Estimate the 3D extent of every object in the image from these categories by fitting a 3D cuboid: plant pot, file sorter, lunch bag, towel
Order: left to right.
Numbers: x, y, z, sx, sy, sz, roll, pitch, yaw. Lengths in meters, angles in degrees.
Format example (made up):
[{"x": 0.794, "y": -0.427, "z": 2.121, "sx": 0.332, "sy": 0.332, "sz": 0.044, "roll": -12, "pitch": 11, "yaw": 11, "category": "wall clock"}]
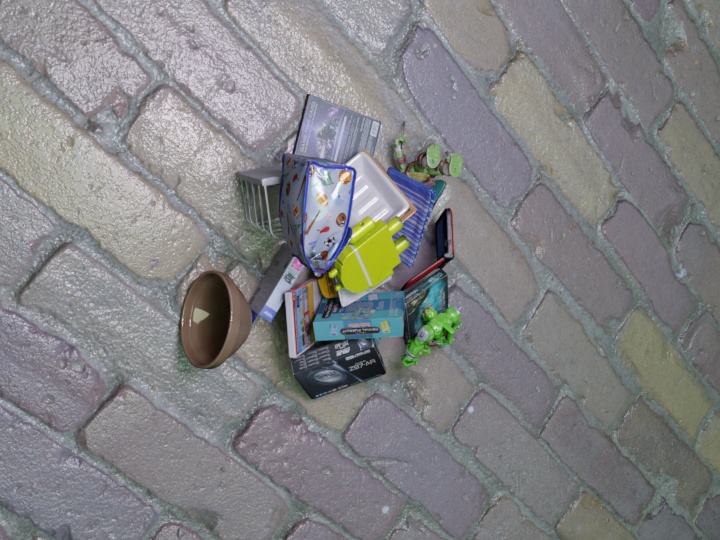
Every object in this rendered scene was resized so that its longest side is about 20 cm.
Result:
[{"x": -0.296, "y": 0.108, "z": 1.407, "sx": 0.091, "sy": 0.198, "sz": 0.206, "roll": 13, "pitch": 93, "yaw": -45, "category": "plant pot"}, {"x": -0.170, "y": -0.154, "z": 1.419, "sx": 0.136, "sy": 0.199, "sz": 0.128, "roll": -13, "pitch": 108, "yaw": -23, "category": "file sorter"}, {"x": -0.087, "y": -0.111, "z": 1.263, "sx": 0.121, "sy": 0.170, "sz": 0.206, "roll": 4, "pitch": 101, "yaw": -23, "category": "lunch bag"}, {"x": 0.094, "y": -0.125, "z": 1.552, "sx": 0.024, "sy": 0.143, "sz": 0.204, "roll": -18, "pitch": 132, "yaw": -49, "category": "towel"}]

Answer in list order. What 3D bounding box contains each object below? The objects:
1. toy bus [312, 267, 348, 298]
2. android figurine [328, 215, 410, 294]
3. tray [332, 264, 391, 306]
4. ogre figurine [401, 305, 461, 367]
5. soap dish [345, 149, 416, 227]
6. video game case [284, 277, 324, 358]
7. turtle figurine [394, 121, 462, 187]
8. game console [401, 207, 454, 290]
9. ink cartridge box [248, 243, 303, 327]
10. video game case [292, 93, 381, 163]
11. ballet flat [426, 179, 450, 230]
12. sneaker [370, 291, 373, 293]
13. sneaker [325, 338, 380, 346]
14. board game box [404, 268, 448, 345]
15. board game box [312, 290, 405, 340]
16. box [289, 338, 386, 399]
[{"x": -0.073, "y": -0.043, "z": 1.529, "sx": 0.076, "sy": 0.065, "sz": 0.206, "roll": -7, "pitch": 99, "yaw": 20, "category": "toy bus"}, {"x": 0.018, "y": -0.030, "z": 1.438, "sx": 0.198, "sy": 0.041, "sz": 0.184, "roll": -38, "pitch": 137, "yaw": -9, "category": "android figurine"}, {"x": 0.000, "y": 0.000, "z": 1.529, "sx": 0.198, "sy": 0.022, "sz": 0.110, "roll": -28, "pitch": 110, "yaw": -48, "category": "tray"}, {"x": 0.188, "y": 0.152, "z": 1.624, "sx": 0.195, "sy": 0.100, "sz": 0.121, "roll": -12, "pitch": 147, "yaw": -20, "category": "ogre figurine"}, {"x": 0.012, "y": -0.154, "z": 1.512, "sx": 0.156, "sy": 0.081, "sz": 0.201, "roll": -39, "pitch": 72, "yaw": -3, "category": "soap dish"}, {"x": -0.120, "y": 0.099, "z": 1.503, "sx": 0.017, "sy": 0.200, "sz": 0.147, "roll": 1, "pitch": 101, "yaw": 18, "category": "video game case"}, {"x": 0.158, "y": -0.279, "z": 1.563, "sx": 0.200, "sy": 0.193, "sz": 0.145, "roll": -45, "pitch": 111, "yaw": -16, "category": "turtle figurine"}, {"x": 0.158, "y": -0.048, "z": 1.605, "sx": 0.115, "sy": 0.200, "sz": 0.178, "roll": -2, "pitch": 84, "yaw": -1, "category": "game console"}, {"x": -0.193, "y": 0.038, "z": 1.476, "sx": 0.042, "sy": 0.119, "sz": 0.203, "roll": 35, "pitch": 83, "yaw": -23, "category": "ink cartridge box"}, {"x": -0.053, "y": -0.311, "z": 1.550, "sx": 0.196, "sy": 0.019, "sz": 0.147, "roll": 15, "pitch": 91, "yaw": -26, "category": "video game case"}, {"x": 0.166, "y": -0.138, "z": 1.659, "sx": 0.072, "sy": 0.071, "sz": 0.201, "roll": 45, "pitch": 78, "yaw": -24, "category": "ballet flat"}, {"x": -0.007, "y": -0.022, "z": 1.594, "sx": 0.080, "sy": 0.074, "sz": 0.206, "roll": -11, "pitch": 105, "yaw": -38, "category": "sneaker"}, {"x": -0.013, "y": 0.137, "z": 1.590, "sx": 0.199, "sy": 0.078, "sz": 0.133, "roll": 35, "pitch": 77, "yaw": -51, "category": "sneaker"}, {"x": 0.163, "y": 0.101, "z": 1.655, "sx": 0.134, "sy": 0.028, "sz": 0.202, "roll": -33, "pitch": 143, "yaw": -17, "category": "board game box"}, {"x": 0.002, "y": 0.102, "z": 1.491, "sx": 0.194, "sy": 0.151, "sz": 0.048, "roll": -4, "pitch": 110, "yaw": 8, "category": "board game box"}, {"x": -0.049, "y": 0.222, "z": 1.532, "sx": 0.195, "sy": 0.044, "sz": 0.161, "roll": -19, "pitch": 146, "yaw": 2, "category": "box"}]
